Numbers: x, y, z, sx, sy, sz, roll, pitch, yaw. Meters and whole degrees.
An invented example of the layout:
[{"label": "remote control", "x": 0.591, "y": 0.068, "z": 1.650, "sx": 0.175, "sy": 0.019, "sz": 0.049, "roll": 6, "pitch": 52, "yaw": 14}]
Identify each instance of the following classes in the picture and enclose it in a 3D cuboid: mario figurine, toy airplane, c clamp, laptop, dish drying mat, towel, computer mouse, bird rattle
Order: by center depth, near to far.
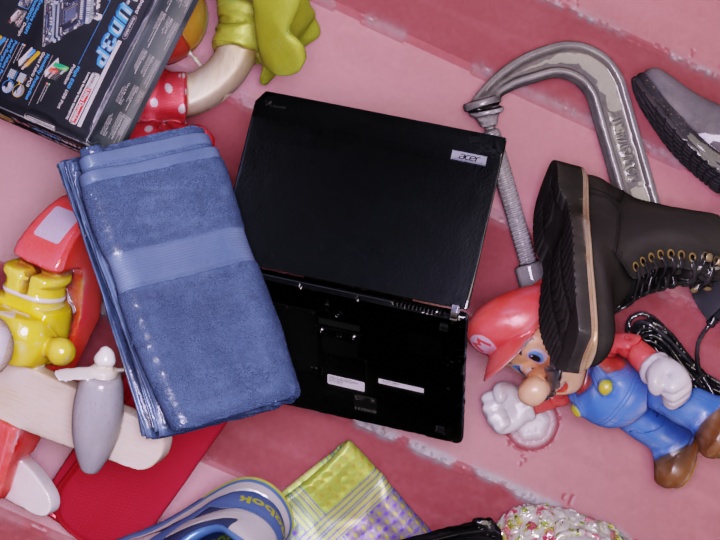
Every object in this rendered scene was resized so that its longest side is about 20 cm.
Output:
[{"label": "towel", "x": -0.117, "y": 0.007, "z": 1.539, "sx": 0.111, "sy": 0.049, "sz": 0.201, "roll": -13, "pitch": 74, "yaw": -30}, {"label": "toy airplane", "x": -0.237, "y": 0.068, "z": 1.582, "sx": 0.199, "sy": 0.141, "sz": 0.200, "roll": -24, "pitch": 73, "yaw": 16}, {"label": "laptop", "x": 0.000, "y": 0.000, "z": 1.614, "sx": 0.176, "sy": 0.201, "sz": 0.104, "roll": 12, "pitch": 46, "yaw": 13}, {"label": "dish drying mat", "x": -0.141, "y": 0.108, "z": 1.620, "sx": 0.077, "sy": 0.018, "sz": 0.200, "roll": 35, "pitch": 106, "yaw": -4}, {"label": "mario figurine", "x": 0.158, "y": 0.090, "z": 1.642, "sx": 0.199, "sy": 0.106, "sz": 0.124, "roll": 30, "pitch": 103, "yaw": -11}, {"label": "bird rattle", "x": -0.126, "y": -0.152, "z": 1.649, "sx": 0.200, "sy": 0.113, "sz": 0.163, "roll": -41, "pitch": 80, "yaw": 6}, {"label": "towel", "x": 0.004, "y": 0.236, "z": 1.665, "sx": 0.143, "sy": 0.023, "sz": 0.200, "roll": -39, "pitch": 92, "yaw": -6}, {"label": "c clamp", "x": 0.129, "y": -0.059, "z": 1.689, "sx": 0.170, "sy": 0.027, "sz": 0.201, "roll": -10, "pitch": 89, "yaw": -6}, {"label": "computer mouse", "x": 0.301, "y": 0.025, "z": 1.694, "sx": 0.140, "sy": 0.046, "sz": 0.200, "roll": 45, "pitch": 84, "yaw": -1}]

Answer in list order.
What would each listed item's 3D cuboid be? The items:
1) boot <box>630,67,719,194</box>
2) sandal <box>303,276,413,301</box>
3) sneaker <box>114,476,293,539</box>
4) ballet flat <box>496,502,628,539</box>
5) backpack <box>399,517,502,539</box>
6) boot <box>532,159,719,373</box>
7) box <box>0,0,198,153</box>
[{"label": "boot", "x": 0.299, "y": -0.105, "z": 1.669, "sx": 0.200, "sy": 0.070, "sz": 0.132, "roll": 43, "pitch": 86, "yaw": 15}, {"label": "sandal", "x": -0.012, "y": -0.024, "z": 1.658, "sx": 0.082, "sy": 0.055, "sz": 0.201, "roll": -31, "pitch": 85, "yaw": 35}, {"label": "sneaker", "x": -0.137, "y": 0.215, "z": 1.606, "sx": 0.200, "sy": 0.082, "sz": 0.074, "roll": -36, "pitch": 105, "yaw": 12}, {"label": "ballet flat", "x": 0.186, "y": 0.227, "z": 1.664, "sx": 0.199, "sy": 0.064, "sz": 0.076, "roll": 32, "pitch": 85, "yaw": -4}, {"label": "backpack", "x": 0.002, "y": 0.251, "z": 1.580, "sx": 0.199, "sy": 0.163, "sz": 0.155, "roll": -4, "pitch": 102, "yaw": 0}, {"label": "boot", "x": 0.194, "y": 0.003, "z": 1.598, "sx": 0.138, "sy": 0.201, "sz": 0.078, "roll": 14, "pitch": 129, "yaw": -9}, {"label": "box", "x": -0.191, "y": -0.191, "z": 1.611, "sx": 0.158, "sy": 0.046, "sz": 0.201, "roll": 23, "pitch": 84, "yaw": 29}]
